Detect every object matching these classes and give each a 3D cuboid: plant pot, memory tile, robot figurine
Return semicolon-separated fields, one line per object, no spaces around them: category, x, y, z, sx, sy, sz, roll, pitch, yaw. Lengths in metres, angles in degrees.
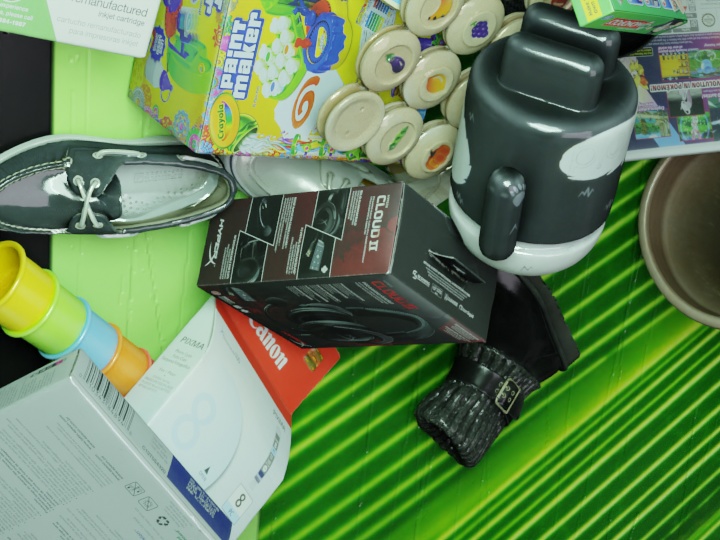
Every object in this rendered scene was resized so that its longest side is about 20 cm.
plant pot;0.383;-0.031;1.585;0.174;0.200;0.201;19;103;-56
memory tile;0.067;-0.155;1.209;0.153;0.017;0.200;19;115;-50
robot figurine;0.127;-0.090;1.216;0.149;0.125;0.201;-17;138;-24

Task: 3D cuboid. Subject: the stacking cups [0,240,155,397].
stacking cups;-0.214;0.048;1.297;0.061;0.060;0.200;-51;136;-1

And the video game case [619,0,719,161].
video game case;0.264;-0.190;1.461;0.199;0.023;0.184;-7;89;-32

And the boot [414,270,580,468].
boot;0.102;0.070;1.503;0.158;0.079;0.211;-41;130;-9

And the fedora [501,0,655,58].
fedora;0.155;-0.248;1.295;0.091;0.200;0.202;-26;127;-37

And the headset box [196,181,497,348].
headset box;0.000;0.000;1.303;0.149;0.199;0.078;35;60;-50

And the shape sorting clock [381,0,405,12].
shape sorting clock;0.061;-0.274;1.167;0.199;0.039;0.201;-11;110;-32

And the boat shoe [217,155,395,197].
boat shoe;-0.023;-0.063;1.353;0.199;0.070;0.071;25;99;-40

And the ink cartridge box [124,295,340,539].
ink cartridge box;-0.091;0.098;1.373;0.200;0.047;0.160;-50;134;-23

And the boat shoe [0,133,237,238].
boat shoe;-0.187;-0.061;1.250;0.199;0.060;0.076;-14;121;-28

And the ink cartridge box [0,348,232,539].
ink cartridge box;-0.233;0.174;1.296;0.199;0.043;0.197;-24;119;23

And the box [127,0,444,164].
box;-0.044;-0.195;1.235;0.192;0.122;0.201;1;114;-35

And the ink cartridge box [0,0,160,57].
ink cartridge box;-0.194;-0.259;1.125;0.145;0.084;0.201;7;110;-36

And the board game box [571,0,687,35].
board game box;0.157;-0.262;1.163;0.134;0.029;0.201;-8;78;-57

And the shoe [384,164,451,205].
shoe;0.118;-0.109;1.370;0.199;0.070;0.054;-26;95;1
